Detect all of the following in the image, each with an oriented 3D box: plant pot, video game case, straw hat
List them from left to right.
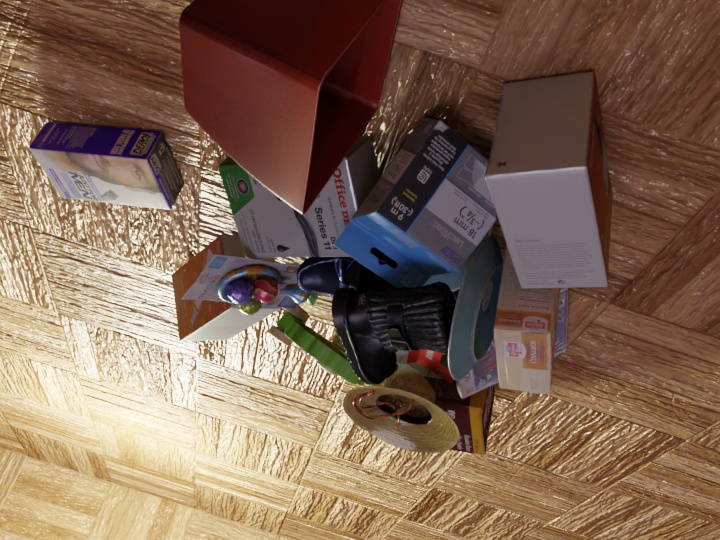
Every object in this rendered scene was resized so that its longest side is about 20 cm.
[{"bbox_3d":[-0.083,-0.222,0.778,0.175,0.201,0.200,27,147,7],"label":"plant pot"},{"bbox_3d":[0.077,0.214,1.198,0.199,0.085,0.202,14,140,12],"label":"straw hat"},{"bbox_3d":[0.238,0.114,1.147,0.199,0.023,0.183,-24,140,-5],"label":"video game case"}]

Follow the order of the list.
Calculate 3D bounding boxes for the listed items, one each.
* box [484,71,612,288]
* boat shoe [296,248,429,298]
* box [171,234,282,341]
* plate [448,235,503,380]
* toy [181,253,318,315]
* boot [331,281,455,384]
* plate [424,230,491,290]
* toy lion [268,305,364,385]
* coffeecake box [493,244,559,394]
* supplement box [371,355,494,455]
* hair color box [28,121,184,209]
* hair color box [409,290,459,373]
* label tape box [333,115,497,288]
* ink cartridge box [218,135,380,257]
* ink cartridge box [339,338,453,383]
[{"bbox_3d":[0.227,-0.098,0.837,0.106,0.153,0.200,-1,142,25],"label":"box"},{"bbox_3d":[0.000,0.000,1.012,0.198,0.069,0.085,-12,117,16],"label":"boat shoe"},{"bbox_3d":[-0.230,0.034,1.215,0.097,0.125,0.200,2,158,-39],"label":"box"},{"bbox_3d":[0.165,0.054,0.976,0.025,0.201,0.201,15,148,24],"label":"plate"},{"bbox_3d":[-0.146,0.033,1.063,0.199,0.047,0.115,4,142,-40],"label":"toy"},{"bbox_3d":[0.061,0.093,0.987,0.156,0.080,0.212,-3,147,16],"label":"boot"},{"bbox_3d":[0.088,-0.053,1.024,0.198,0.026,0.201,9,126,13],"label":"plate"},{"bbox_3d":[-0.053,0.136,1.183,0.200,0.069,0.191,39,175,-37],"label":"toy lion"},{"bbox_3d":[0.233,0.041,0.985,0.072,0.201,0.154,4,144,18],"label":"coffeecake box"},{"bbox_3d":[0.142,0.230,1.348,0.198,0.134,0.198,6,144,17],"label":"supplement box"},{"bbox_3d":[-0.381,-0.158,1.092,0.198,0.065,0.110,6,144,13],"label":"hair color box"},{"bbox_3d":[0.094,0.082,1.185,0.109,0.065,0.200,31,151,7],"label":"hair color box"},{"bbox_3d":[0.083,-0.069,0.910,0.144,0.201,0.063,33,-174,-23],"label":"label tape box"},{"bbox_3d":[-0.075,-0.098,0.985,0.198,0.083,0.148,-1,118,25],"label":"ink cartridge box"},{"bbox_3d":[0.057,0.114,1.125,0.199,0.050,0.161,33,157,15],"label":"ink cartridge box"}]
